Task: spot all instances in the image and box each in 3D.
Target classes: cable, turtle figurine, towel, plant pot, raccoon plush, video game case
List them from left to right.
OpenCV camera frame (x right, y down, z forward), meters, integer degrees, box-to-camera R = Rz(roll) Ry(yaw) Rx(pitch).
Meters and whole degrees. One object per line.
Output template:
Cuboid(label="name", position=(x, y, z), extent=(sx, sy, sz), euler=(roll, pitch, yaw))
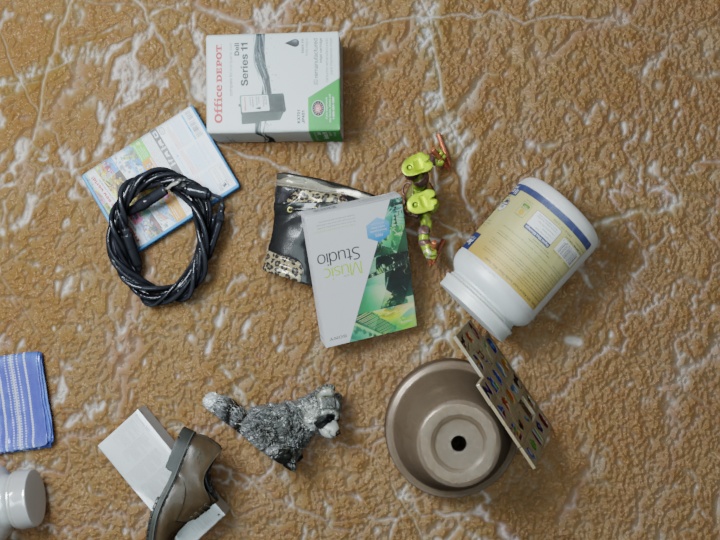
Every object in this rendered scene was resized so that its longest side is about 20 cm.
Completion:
Cuboid(label="towel", position=(-0.562, 0.206, 1.396), extent=(0.197, 0.024, 0.147), euler=(-9, 87, 2))
Cuboid(label="cable", position=(-0.294, -0.045, 1.365), extent=(0.161, 0.051, 0.203), euler=(20, 99, -10))
Cuboid(label="video game case", position=(-0.299, -0.134, 1.400), extent=(0.198, 0.018, 0.144), euler=(-32, 88, 1))
Cuboid(label="raccoon plush", position=(-0.120, 0.193, 1.352), extent=(0.199, 0.097, 0.135), euler=(34, 82, 3))
Cuboid(label="turtle figurine", position=(0.089, -0.115, 1.327), extent=(0.063, 0.161, 0.204), euler=(5, 82, 11))
Cuboid(label="plant pot", position=(0.129, 0.227, 1.299), extent=(0.197, 0.175, 0.204), euler=(0, 88, 3))

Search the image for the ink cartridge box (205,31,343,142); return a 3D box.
Cuboid(label="ink cartridge box", position=(-0.125, -0.266, 1.364), extent=(0.196, 0.083, 0.149), euler=(-2, 88, 3))

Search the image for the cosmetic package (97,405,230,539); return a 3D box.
Cuboid(label="cosmetic package", position=(-0.287, 0.304, 1.370), extent=(0.082, 0.051, 0.201), euler=(-40, 88, 2))

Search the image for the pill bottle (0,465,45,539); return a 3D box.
Cuboid(label="pill bottle", position=(-0.566, 0.343, 1.348), extent=(0.197, 0.111, 0.113), euler=(-9, 88, 2))

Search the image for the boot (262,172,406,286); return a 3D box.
Cuboid(label="boot", position=(-0.043, -0.050, 1.362), extent=(0.197, 0.073, 0.153), euler=(15, 93, -6))

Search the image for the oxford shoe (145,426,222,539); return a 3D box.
Cuboid(label="oxford shoe", position=(-0.247, 0.331, 1.308), extent=(0.083, 0.073, 0.203), euler=(20, 90, -1))

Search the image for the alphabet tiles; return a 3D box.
Cuboid(label="alphabet tiles", position=(0.198, 0.164, 1.305), extent=(0.008, 0.167, 0.201), euler=(-35, 88, 21))

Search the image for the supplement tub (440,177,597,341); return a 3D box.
Cuboid(label="supplement tub", position=(0.221, -0.014, 1.316), extent=(0.144, 0.144, 0.200), euler=(43, 90, 2))

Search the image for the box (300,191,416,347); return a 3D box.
Cuboid(label="box", position=(0.000, 0.000, 1.329), extent=(0.142, 0.036, 0.203), euler=(-13, 112, -11))
